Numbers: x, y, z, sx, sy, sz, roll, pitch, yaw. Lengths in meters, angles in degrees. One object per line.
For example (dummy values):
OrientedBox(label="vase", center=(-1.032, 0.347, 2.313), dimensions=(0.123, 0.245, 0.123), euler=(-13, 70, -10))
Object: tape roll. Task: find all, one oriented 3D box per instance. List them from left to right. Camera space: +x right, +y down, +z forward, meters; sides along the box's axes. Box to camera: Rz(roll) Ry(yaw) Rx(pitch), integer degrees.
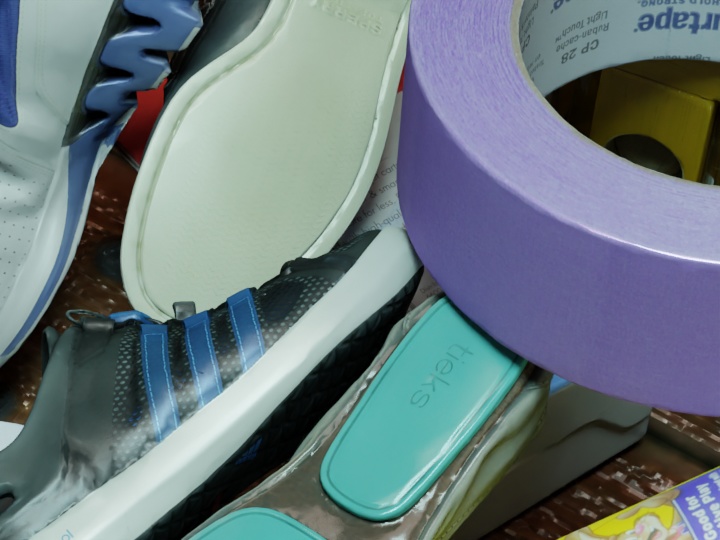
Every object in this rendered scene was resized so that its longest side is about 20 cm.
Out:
OrientedBox(label="tape roll", center=(0.112, -0.048, 0.932), dimensions=(0.199, 0.066, 0.201), euler=(3, 44, -3))

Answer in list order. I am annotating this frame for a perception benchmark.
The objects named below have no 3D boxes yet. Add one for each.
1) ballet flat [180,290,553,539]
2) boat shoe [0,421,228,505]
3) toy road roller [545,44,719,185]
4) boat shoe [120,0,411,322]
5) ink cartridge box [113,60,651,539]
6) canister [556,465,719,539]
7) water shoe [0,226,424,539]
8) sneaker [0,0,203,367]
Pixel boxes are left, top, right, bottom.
OrientedBox(label="ballet flat", center=(-0.008, 0.087, 0.904), dimensions=(0.067, 0.064, 0.200), euler=(34, 65, 22))
OrientedBox(label="boat shoe", center=(-0.083, 0.101, 0.944), dimensions=(0.199, 0.072, 0.062), euler=(15, 45, 3))
OrientedBox(label="toy road roller", center=(0.121, -0.081, 1.099), dimensions=(0.199, 0.123, 0.146), euler=(21, 49, 14))
OrientedBox(label="boat shoe", center=(-0.030, -0.063, 1.010), dimensions=(0.074, 0.066, 0.200), euler=(24, 75, -14))
OrientedBox(label="ink cartridge box", center=(0.000, 0.000, 1.048), dimensions=(0.116, 0.067, 0.200), euler=(-28, 56, -26))
OrientedBox(label="canister", center=(0.134, 0.124, 0.893), dimensions=(0.199, 0.087, 0.149), euler=(-24, 61, -3))
OrientedBox(label="water shoe", center=(-0.060, 0.033, 0.917), dimensions=(0.079, 0.072, 0.200), euler=(40, 56, 13))
OrientedBox(label="sneaker", center=(-0.135, -0.066, 0.994), dimensions=(0.115, 0.200, 0.081), euler=(22, 22, -20))
